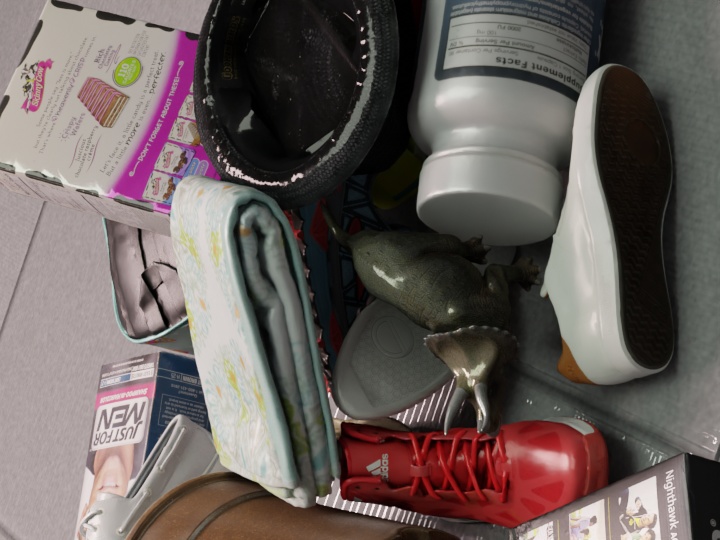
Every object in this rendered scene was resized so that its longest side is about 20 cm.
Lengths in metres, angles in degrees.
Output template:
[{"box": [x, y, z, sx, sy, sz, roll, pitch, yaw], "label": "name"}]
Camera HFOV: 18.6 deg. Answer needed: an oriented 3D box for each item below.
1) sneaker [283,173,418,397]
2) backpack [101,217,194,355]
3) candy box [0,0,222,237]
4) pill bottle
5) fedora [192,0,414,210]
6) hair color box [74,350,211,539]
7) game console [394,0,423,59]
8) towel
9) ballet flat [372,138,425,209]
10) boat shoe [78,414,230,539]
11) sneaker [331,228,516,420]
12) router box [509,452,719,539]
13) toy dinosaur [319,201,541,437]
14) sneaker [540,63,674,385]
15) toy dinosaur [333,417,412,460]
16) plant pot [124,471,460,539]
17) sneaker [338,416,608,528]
[{"box": [0.000, 0.000, 1.524, 0.079, 0.095, 0.200, -129, 29, -70], "label": "sneaker"}, {"box": [-0.104, -0.032, 1.639, 0.176, 0.153, 0.200, -32, 47, 35], "label": "backpack"}, {"box": [-0.155, -0.103, 1.560, 0.200, 0.061, 0.137, 17, 74, 24], "label": "candy box"}, {"box": [0.092, -0.124, 1.408, 0.120, 0.119, 0.200, -19, 57, 52], "label": "pill bottle"}, {"box": [-0.021, -0.129, 1.448, 0.200, 0.092, 0.201, -13, 70, 41], "label": "fedora"}, {"box": [-0.172, 0.171, 1.737, 0.100, 0.060, 0.200, -15, 64, 54], "label": "hair color box"}, {"box": [-0.016, -0.222, 1.518, 0.031, 0.177, 0.200, -34, 49, -15], "label": "game console"}, {"box": [-0.073, 0.041, 1.404, 0.171, 0.048, 0.200, -166, 64, -69], "label": "towel"}, {"box": [0.018, -0.136, 1.601, 0.067, 0.067, 0.200, -24, 56, 24], "label": "ballet flat"}, {"box": [-0.171, 0.190, 1.635, 0.200, 0.069, 0.072, -51, 9, -24], "label": "boat shoe"}, {"box": [0.027, 0.043, 1.438, 0.099, 0.071, 0.200, -43, 7, 50], "label": "sneaker"}, {"box": [0.154, 0.220, 1.226, 0.149, 0.051, 0.200, -31, 51, 44], "label": "router box"}, {"box": [0.044, 0.007, 1.342, 0.200, 0.102, 0.077, 48, 115, 20], "label": "toy dinosaur"}, {"box": [0.139, -0.027, 1.343, 0.085, 0.073, 0.200, -22, 59, 48], "label": "sneaker"}, {"box": [-0.034, 0.111, 1.535, 0.200, 0.088, 0.048, -17, 44, 52], "label": "toy dinosaur"}, {"box": [-0.026, 0.230, 1.384, 0.198, 0.200, 0.201, -3, 73, 48], "label": "plant pot"}, {"box": [0.055, 0.128, 1.351, 0.200, 0.115, 0.078, -19, 70, 56], "label": "sneaker"}]
